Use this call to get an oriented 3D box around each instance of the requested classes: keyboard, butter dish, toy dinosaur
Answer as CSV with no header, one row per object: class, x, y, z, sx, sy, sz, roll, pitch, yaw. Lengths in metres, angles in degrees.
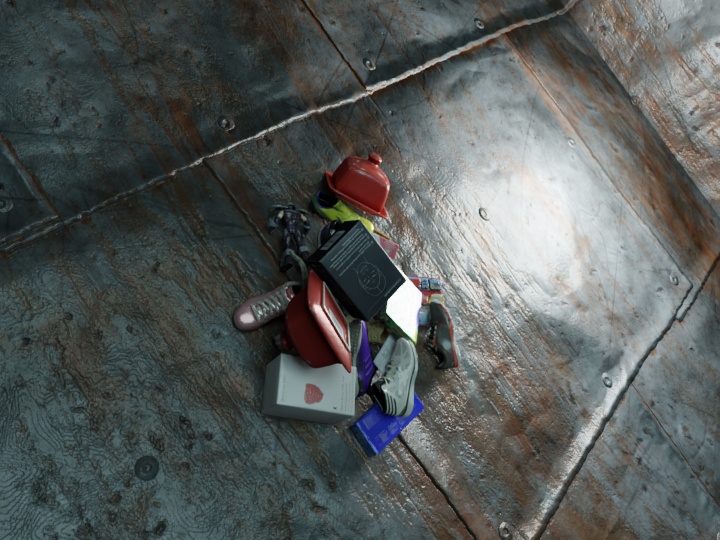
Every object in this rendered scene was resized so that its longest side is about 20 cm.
keyboard,0.091,0.195,1.597,0.057,0.011,0.201,58,43,-22
butter dish,0.012,-0.265,1.705,0.197,0.150,0.200,25,17,-16
toy dinosaur,-0.123,0.046,1.479,0.087,0.047,0.204,-11,88,-52
butter dish,-0.116,0.136,1.363,0.202,0.146,0.200,61,8,-23

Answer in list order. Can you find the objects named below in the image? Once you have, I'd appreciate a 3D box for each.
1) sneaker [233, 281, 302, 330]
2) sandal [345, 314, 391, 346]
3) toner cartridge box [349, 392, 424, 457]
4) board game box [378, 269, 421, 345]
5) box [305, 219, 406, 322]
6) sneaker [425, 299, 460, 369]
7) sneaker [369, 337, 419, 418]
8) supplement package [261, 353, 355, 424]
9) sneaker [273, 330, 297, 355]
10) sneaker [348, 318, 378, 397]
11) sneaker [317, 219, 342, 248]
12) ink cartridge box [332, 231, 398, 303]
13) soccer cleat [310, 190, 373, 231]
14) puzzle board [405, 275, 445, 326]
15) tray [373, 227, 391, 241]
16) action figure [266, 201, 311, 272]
sneaker,-0.217,0.081,1.480,0.198,0.104,0.076,-22,82,-35
sandal,0.057,0.167,1.617,0.209,0.070,0.079,32,56,-14
toner cartridge box,0.072,0.379,1.544,0.199,0.043,0.096,-33,85,-37
board game box,0.112,0.094,1.631,0.135,0.029,0.202,45,34,-25
box,-0.010,0.000,1.477,0.148,0.107,0.201,-44,108,-17
sneaker,0.223,0.185,1.698,0.080,0.077,0.204,-13,80,-16
sneaker,0.084,0.264,1.504,0.114,0.075,0.205,17,69,-41
supplement package,-0.123,0.287,1.427,0.196,0.120,0.124,14,62,-23
sneaker,-0.125,0.183,1.517,0.196,0.074,0.084,-9,88,-27
sneaker,0.003,0.225,1.538,0.098,0.069,0.205,1,95,-43
sneaker,-0.080,-0.043,1.624,0.074,0.087,0.204,9,64,-26
ink cartridge box,0.000,0.000,1.588,0.144,0.084,0.204,22,84,-27
soccer cleat,-0.050,-0.159,1.681,0.197,0.084,0.065,27,56,-3
puzzle board,0.168,0.087,1.751,0.196,0.017,0.154,5,66,-27
tray,0.018,-0.030,1.708,0.097,0.037,0.203,29,58,-16
action figure,-0.188,-0.101,1.606,0.127,0.070,0.204,1,63,-21
